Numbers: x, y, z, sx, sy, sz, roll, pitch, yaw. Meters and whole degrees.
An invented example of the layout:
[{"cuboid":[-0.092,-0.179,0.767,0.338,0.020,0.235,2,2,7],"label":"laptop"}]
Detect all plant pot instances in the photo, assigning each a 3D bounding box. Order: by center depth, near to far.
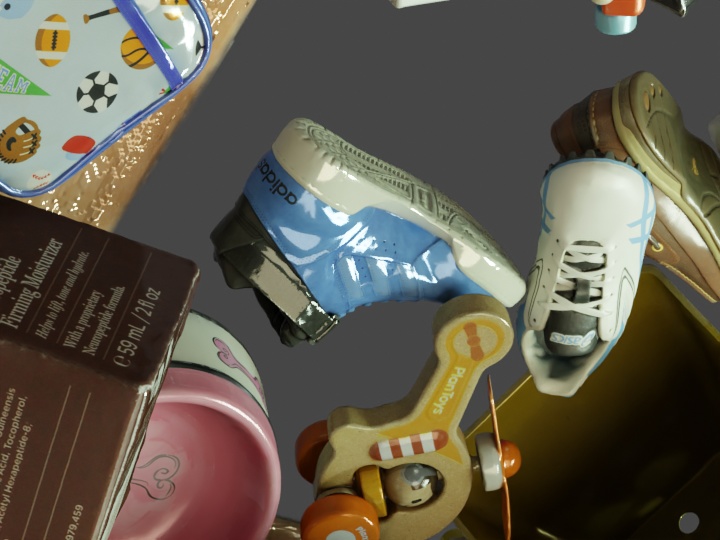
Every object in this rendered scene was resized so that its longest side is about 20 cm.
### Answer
[{"cuboid":[0.198,0.155,1.620,0.200,0.200,0.176,-44,141,5],"label":"plant pot"}]

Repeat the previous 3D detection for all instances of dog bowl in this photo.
[{"cuboid":[-0.134,0.121,1.492,0.199,0.074,0.201,-13,125,-19],"label":"dog bowl"}]

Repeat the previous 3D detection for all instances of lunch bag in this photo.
[{"cuboid":[-0.171,-0.148,1.305,0.160,0.076,0.200,-36,130,-5],"label":"lunch bag"}]

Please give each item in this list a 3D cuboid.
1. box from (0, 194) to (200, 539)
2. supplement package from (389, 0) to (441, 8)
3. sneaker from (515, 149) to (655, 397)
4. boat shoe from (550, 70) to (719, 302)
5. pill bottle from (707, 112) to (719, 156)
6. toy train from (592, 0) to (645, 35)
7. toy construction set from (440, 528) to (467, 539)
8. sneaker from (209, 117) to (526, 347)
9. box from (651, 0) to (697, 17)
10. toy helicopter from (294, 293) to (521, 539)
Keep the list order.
[{"cuboid":[-0.207,0.064,1.312,0.199,0.166,0.165,19,113,-2],"label":"box"},{"cuboid":[0.049,-0.254,1.326,0.113,0.110,0.201,-12,124,-21],"label":"supplement package"},{"cuboid":[0.132,0.003,1.515,0.071,0.073,0.200,5,145,0],"label":"sneaker"},{"cuboid":[0.180,-0.044,1.562,0.067,0.072,0.200,-16,139,25],"label":"boat shoe"},{"cuboid":[0.314,-0.111,1.548,0.200,0.120,0.120,-37,129,-2],"label":"pill bottle"},{"cuboid":[0.157,-0.234,1.373,0.055,0.150,0.201,4,119,11],"label":"toy train"},{"cuboid":[0.035,0.273,1.671,0.131,0.092,0.201,-21,116,-15],"label":"toy construction set"},{"cuboid":[-0.001,-0.001,1.484,0.200,0.077,0.111,27,109,-42],"label":"sneaker"},{"cuboid":[0.196,-0.260,1.269,0.198,0.050,0.201,-40,137,-24],"label":"box"},{"cuboid":[0.047,0.093,1.521,0.132,0.079,0.200,12,130,-16],"label":"toy helicopter"}]
